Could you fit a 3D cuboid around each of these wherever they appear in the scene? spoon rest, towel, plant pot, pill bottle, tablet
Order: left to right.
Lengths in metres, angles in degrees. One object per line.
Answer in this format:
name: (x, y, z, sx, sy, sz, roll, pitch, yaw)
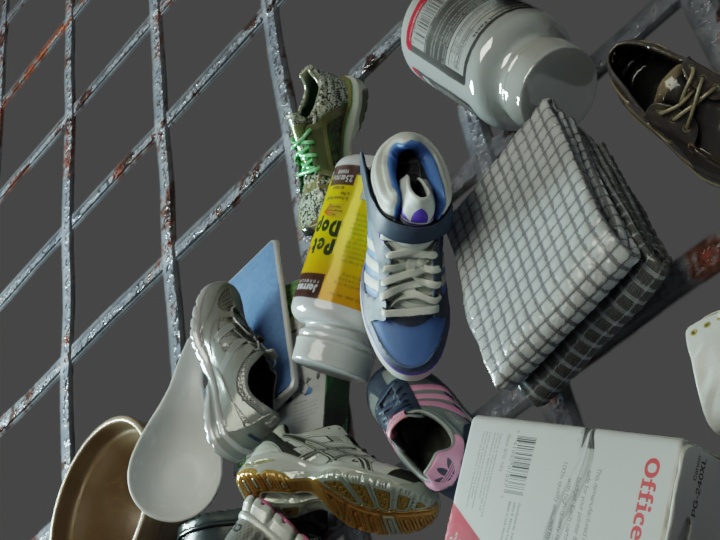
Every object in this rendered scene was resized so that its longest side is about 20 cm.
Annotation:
plant pot: (-0.252, 0.269, 1.325, 0.200, 0.092, 0.203, -28, 51, 40)
spoon rest: (-0.180, 0.157, 1.235, 0.098, 0.061, 0.203, 4, 64, 9)
tablet: (-0.116, 0.076, 1.277, 0.130, 0.014, 0.202, -41, 41, 30)
pill bottle: (0.000, 0.000, 1.151, 0.109, 0.109, 0.203, 2, 71, 52)
pill bottle: (0.127, -0.194, 1.105, 0.111, 0.110, 0.200, -57, 37, 10)
towel: (0.156, -0.014, 0.986, 0.166, 0.085, 0.201, -52, 32, 29)

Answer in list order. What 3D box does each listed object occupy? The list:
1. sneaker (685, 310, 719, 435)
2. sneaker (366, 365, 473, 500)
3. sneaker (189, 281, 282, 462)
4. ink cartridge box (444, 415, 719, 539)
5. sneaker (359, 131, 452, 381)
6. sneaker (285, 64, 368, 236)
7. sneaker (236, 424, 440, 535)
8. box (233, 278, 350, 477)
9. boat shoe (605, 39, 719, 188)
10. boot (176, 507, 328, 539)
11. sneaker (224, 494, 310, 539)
sneaker: (0.275, 0.014, 0.828, 0.115, 0.073, 0.203, -12, 62, 44)
sneaker: (0.047, 0.128, 1.040, 0.200, 0.081, 0.071, 35, 98, 54)
sneaker: (-0.115, 0.091, 1.210, 0.081, 0.075, 0.202, -30, 53, 21)
ink cartridge box: (0.159, 0.191, 0.861, 0.199, 0.083, 0.147, -1, 69, 51)
sneaker: (0.039, -0.016, 1.023, 0.147, 0.079, 0.203, 91, 178, -77)
sneaker: (-0.054, -0.135, 1.316, 0.076, 0.088, 0.203, -17, 58, 45)
sneaker: (-0.014, 0.175, 1.078, 0.197, 0.076, 0.088, 5, 39, 27)
box: (-0.066, 0.105, 1.238, 0.143, 0.036, 0.203, -24, 53, 43)
boat shoe: (0.254, -0.123, 0.934, 0.075, 0.073, 0.200, -58, 36, 9)
boot: (-0.113, 0.315, 1.135, 0.198, 0.076, 0.170, -20, 51, 37)
sneaker: (-0.052, 0.284, 1.028, 0.199, 0.074, 0.088, 36, 73, 26)
